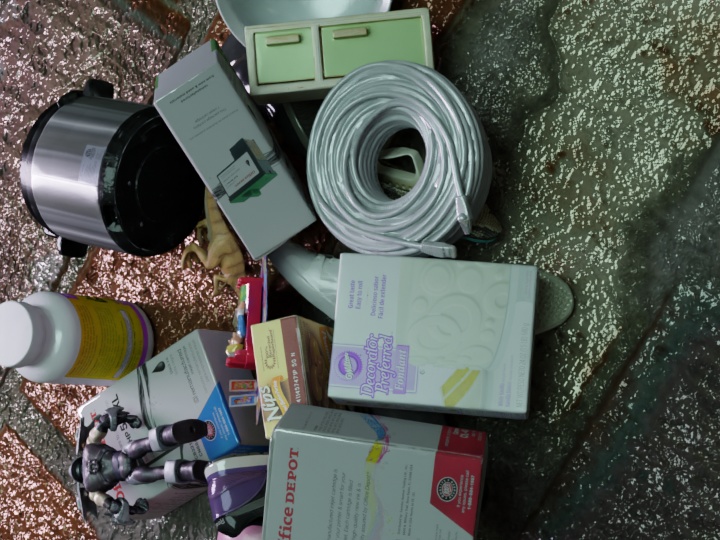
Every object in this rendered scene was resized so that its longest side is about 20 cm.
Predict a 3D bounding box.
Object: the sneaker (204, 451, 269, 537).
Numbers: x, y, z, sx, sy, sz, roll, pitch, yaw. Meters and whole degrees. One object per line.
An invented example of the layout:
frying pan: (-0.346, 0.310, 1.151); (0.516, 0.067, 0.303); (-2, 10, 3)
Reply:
sneaker: (-0.062, 0.238, 1.624); (0.197, 0.076, 0.089); (-6, 66, -14)

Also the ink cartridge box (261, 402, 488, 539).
ink cartridge box: (0.014, 0.216, 1.453); (0.197, 0.086, 0.150); (9, 104, 8)

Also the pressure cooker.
pressure cooker: (-0.296, -0.116, 1.795); (0.198, 0.180, 0.176); (11, 49, 35)

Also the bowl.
bowl: (-0.061, -0.332, 1.705); (0.198, 0.091, 0.203); (1, 118, 1)

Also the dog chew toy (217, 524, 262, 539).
dog chew toy: (-0.100, 0.302, 1.670); (0.124, 0.124, 0.202); (-25, 64, 27)

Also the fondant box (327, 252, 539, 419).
fondant box: (0.073, 0.065, 1.528); (0.197, 0.058, 0.146); (4, 80, 10)

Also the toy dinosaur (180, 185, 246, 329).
toy dinosaur: (-0.160, -0.035, 1.759); (0.105, 0.060, 0.202); (8, 124, 45)

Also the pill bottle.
pill bottle: (-0.337, 0.079, 1.790); (0.103, 0.199, 0.106); (-4, 83, 31)

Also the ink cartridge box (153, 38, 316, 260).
ink cartridge box: (-0.134, -0.129, 1.642); (0.084, 0.146, 0.201); (-31, 109, 4)

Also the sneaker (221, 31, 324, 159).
sneaker: (-0.104, -0.185, 1.759); (0.106, 0.074, 0.201); (-44, 62, 32)

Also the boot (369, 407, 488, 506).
boot: (0.048, 0.174, 1.559); (0.070, 0.131, 0.201); (-44, 77, 21)

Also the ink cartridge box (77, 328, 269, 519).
ink cartridge box: (-0.211, 0.179, 1.768); (0.199, 0.084, 0.147); (-33, 69, 24)

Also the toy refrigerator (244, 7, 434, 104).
toy refrigerator: (-0.021, -0.229, 1.652); (0.197, 0.070, 0.077); (-5, 87, 4)

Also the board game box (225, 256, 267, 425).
board game box: (-0.125, 0.062, 1.668); (0.201, 0.038, 0.159); (-96, 11, -54)

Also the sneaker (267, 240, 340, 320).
sneaker: (0.000, 0.000, 1.669); (0.199, 0.074, 0.116); (37, 102, 19)

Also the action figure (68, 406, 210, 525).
action figure: (-0.249, 0.214, 1.703); (0.198, 0.069, 0.132); (-12, 87, 34)

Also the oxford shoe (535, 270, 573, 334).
oxford shoe: (0.119, 0.042, 1.583); (0.197, 0.058, 0.076); (-11, 76, 7)

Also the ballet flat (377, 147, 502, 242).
ballet flat: (0.062, -0.088, 1.633); (0.198, 0.068, 0.076); (19, 118, 34)

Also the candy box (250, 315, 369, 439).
candy box: (-0.048, 0.119, 1.602); (0.055, 0.200, 0.117); (-11, 78, 17)

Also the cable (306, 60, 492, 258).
cable: (0.039, -0.111, 1.574); (0.198, 0.069, 0.203); (1, 88, 32)
